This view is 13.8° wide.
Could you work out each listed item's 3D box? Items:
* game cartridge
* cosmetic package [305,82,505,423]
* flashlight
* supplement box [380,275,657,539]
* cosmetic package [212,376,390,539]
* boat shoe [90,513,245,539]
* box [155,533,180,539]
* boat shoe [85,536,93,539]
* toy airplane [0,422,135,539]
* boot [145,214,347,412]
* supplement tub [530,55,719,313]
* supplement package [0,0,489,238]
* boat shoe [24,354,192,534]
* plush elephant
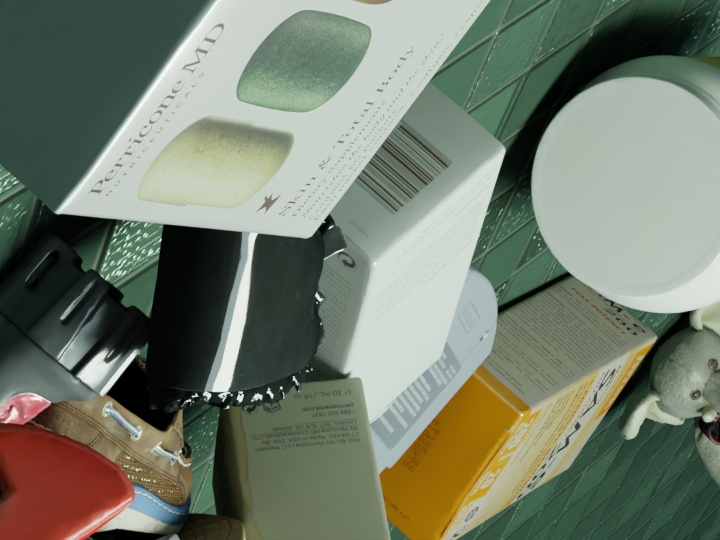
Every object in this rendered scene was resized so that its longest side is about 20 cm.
[{"bbox_3d":[0.022,0.050,1.697,0.133,0.040,0.200,-45,164,-4],"label":"game cartridge"},{"bbox_3d":[0.000,0.000,1.464,0.102,0.074,0.200,-40,163,-29],"label":"cosmetic package"},{"bbox_3d":[-0.164,0.084,1.219,0.200,0.068,0.068,-48,163,-4],"label":"flashlight"},{"bbox_3d":[0.095,0.089,1.906,0.200,0.073,0.126,-25,151,-56],"label":"supplement box"},{"bbox_3d":[-0.022,0.163,1.422,0.073,0.201,0.104,-4,148,-9],"label":"cosmetic package"},{"bbox_3d":[-0.093,0.154,1.414,0.072,0.065,0.200,-18,-174,-19],"label":"boat shoe"},{"bbox_3d":[-0.169,0.183,1.196,0.200,0.041,0.156,-24,-169,45],"label":"box"},{"bbox_3d":[-0.131,0.142,1.302,0.072,0.200,0.069,-25,114,-30],"label":"boat shoe"},{"bbox_3d":[-0.207,0.095,1.060,0.199,0.142,0.199,-17,174,37],"label":"toy airplane"},{"bbox_3d":[-0.060,-0.022,1.170,0.198,0.073,0.163,-29,132,-64],"label":"boot"},{"bbox_3d":[0.189,-0.051,1.718,0.146,0.145,0.200,-55,163,17],"label":"supplement tub"},{"bbox_3d":[-0.060,-0.115,0.905,0.152,0.151,0.200,-53,163,11],"label":"supplement package"},{"bbox_3d":[-0.108,0.075,1.340,0.200,0.072,0.073,4,110,-81],"label":"boat shoe"},{"bbox_3d":[0.296,0.096,2.344,0.155,0.200,0.165,16,101,-48],"label":"plush elephant"}]
